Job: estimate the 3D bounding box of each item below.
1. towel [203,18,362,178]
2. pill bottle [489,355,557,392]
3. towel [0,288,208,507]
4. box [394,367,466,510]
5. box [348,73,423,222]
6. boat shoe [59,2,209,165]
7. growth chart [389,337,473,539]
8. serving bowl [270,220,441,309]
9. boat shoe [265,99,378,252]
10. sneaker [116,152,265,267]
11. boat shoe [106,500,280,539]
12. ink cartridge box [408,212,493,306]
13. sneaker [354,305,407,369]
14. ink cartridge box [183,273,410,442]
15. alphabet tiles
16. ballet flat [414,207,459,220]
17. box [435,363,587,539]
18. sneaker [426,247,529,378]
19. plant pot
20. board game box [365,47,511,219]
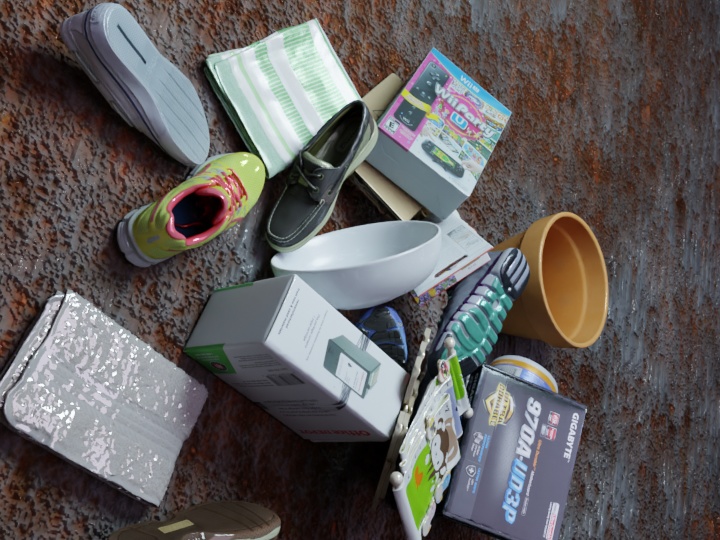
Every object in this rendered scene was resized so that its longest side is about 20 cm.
[{"bbox_3d":[-0.084,-0.218,0.972,0.200,0.023,0.154,-38,101,-42],"label":"towel"},{"bbox_3d":[0.200,0.230,1.132,0.112,0.111,0.201,52,50,-25],"label":"pill bottle"},{"bbox_3d":[-0.239,0.122,0.754,0.200,0.034,0.134,42,55,-33],"label":"towel"},{"bbox_3d":[0.093,0.195,1.012,0.158,0.050,0.202,85,22,-57],"label":"box"},{"bbox_3d":[0.049,-0.167,1.075,0.164,0.021,0.200,45,50,-1],"label":"box"},{"bbox_3d":[-0.223,-0.185,0.808,0.201,0.066,0.074,63,37,-47],"label":"boat shoe"},{"bbox_3d":[0.081,0.194,0.873,0.201,0.018,0.146,-61,142,-37],"label":"growth chart"},{"bbox_3d":[0.000,0.000,0.913,0.199,0.199,0.067,-26,110,-45],"label":"serving bowl"},{"bbox_3d":[-0.051,-0.116,0.931,0.202,0.071,0.066,-55,157,-13],"label":"boat shoe"},{"bbox_3d":[-0.156,-0.069,0.837,0.200,0.090,0.079,-47,113,-42],"label":"sneaker"},{"bbox_3d":[-0.166,0.281,0.784,0.201,0.074,0.076,6,102,-46],"label":"boat shoe"},{"bbox_3d":[0.098,-0.012,0.997,0.108,0.200,0.051,-33,112,0],"label":"ink cartridge box"},{"bbox_3d":[0.022,0.092,0.960,0.201,0.074,0.079,91,7,-59],"label":"sneaker"},{"bbox_3d":[-0.065,0.101,0.859,0.200,0.145,0.085,43,54,-33],"label":"ink cartridge box"},{"bbox_3d":[0.051,0.174,0.933,0.200,0.014,0.198,-58,163,-68],"label":"alphabet tiles"},{"bbox_3d":[0.097,-0.101,1.124,0.201,0.063,0.069,54,49,-24],"label":"ballet flat"},{"bbox_3d":[0.195,0.244,1.032,0.157,0.046,0.202,23,69,-7],"label":"box"},{"bbox_3d":[0.128,0.053,0.984,0.200,0.087,0.075,-49,123,-26],"label":"sneaker"},{"bbox_3d":[0.272,0.023,1.227,0.199,0.139,0.203,12,73,-44],"label":"plant pot"},{"bbox_3d":[0.103,-0.185,1.063,0.147,0.064,0.201,37,49,-7],"label":"board game box"}]
